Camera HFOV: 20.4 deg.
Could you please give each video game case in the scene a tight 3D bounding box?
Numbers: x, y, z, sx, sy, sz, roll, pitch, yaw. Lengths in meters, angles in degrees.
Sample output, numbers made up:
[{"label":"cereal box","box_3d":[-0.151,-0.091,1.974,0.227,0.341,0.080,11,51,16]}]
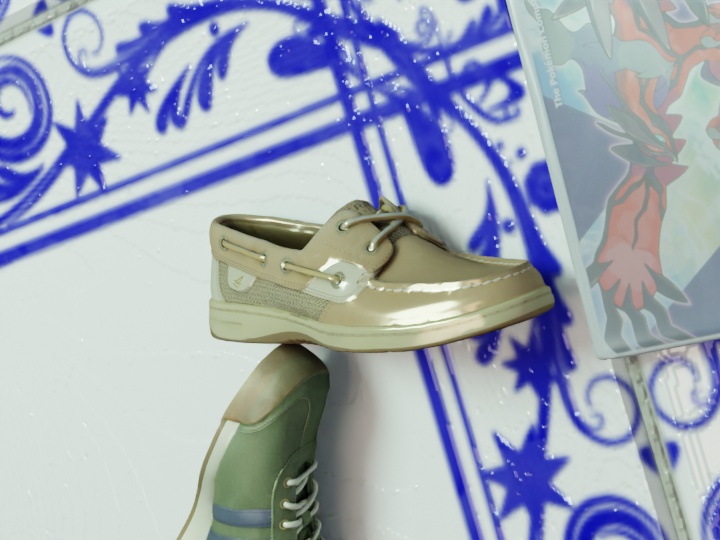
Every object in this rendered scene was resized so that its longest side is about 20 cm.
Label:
[{"label":"video game case","box_3d":[0.151,-0.074,0.826,0.182,0.023,0.200,-14,90,40]}]

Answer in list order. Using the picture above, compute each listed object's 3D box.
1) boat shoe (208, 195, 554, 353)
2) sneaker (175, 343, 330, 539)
[{"label":"boat shoe","box_3d":[0.000,0.000,0.932,0.200,0.071,0.065,-1,100,40]},{"label":"sneaker","box_3d":[-0.041,0.136,1.003,0.090,0.067,0.200,36,120,19]}]
